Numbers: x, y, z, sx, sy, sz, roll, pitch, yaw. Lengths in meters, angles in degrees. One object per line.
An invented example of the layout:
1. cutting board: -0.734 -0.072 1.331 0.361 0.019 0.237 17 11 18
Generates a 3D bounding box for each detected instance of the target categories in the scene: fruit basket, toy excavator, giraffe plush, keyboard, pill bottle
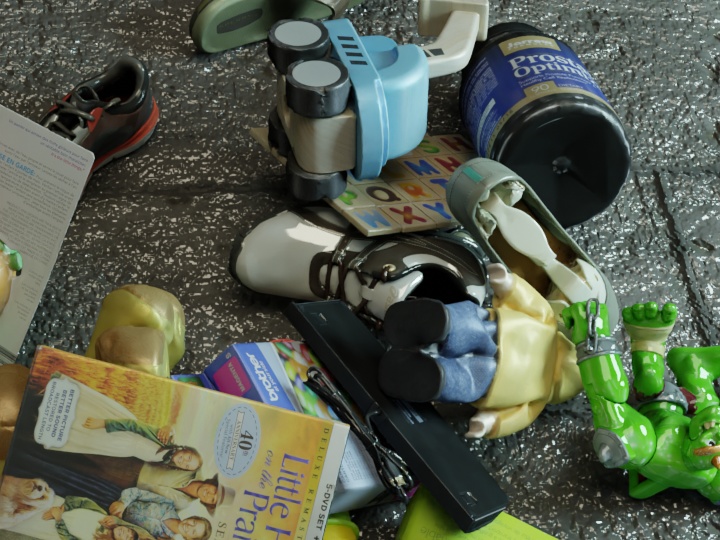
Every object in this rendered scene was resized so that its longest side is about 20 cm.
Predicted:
1. fruit basket: -0.297 -0.033 1.073 0.184 0.094 0.201 26 99 12
2. toy excavator: 0.025 -0.151 1.162 0.198 0.100 0.195 -7 38 -12
3. giraffe plush: -0.201 0.114 1.019 0.161 0.173 0.202 -5 90 1
4. keyboard: 0.015 0.098 1.018 0.200 0.021 0.127 49 21 19
5. pill bottle: 0.141 -0.126 1.212 0.111 0.113 0.200 -1 30 -9

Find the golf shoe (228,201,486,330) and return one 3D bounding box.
1. golf shoe: 0.000 0.000 1.129 0.198 0.078 0.095 0 27 -6

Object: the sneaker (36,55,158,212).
1. sneaker: -0.239 -0.105 1.189 0.077 0.082 0.200 30 56 13

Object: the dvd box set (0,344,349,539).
1. dvd box set: -0.119 0.140 0.911 0.199 0.029 0.147 15 84 -1

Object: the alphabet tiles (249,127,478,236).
1. alphabet tiles: 0.036 -0.080 1.200 0.199 0.008 0.167 -8 36 -37

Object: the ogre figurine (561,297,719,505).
1. ogre figurine: 0.233 0.103 1.102 0.098 0.200 0.121 -14 58 36

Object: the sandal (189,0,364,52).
1. sandal: -0.052 -0.231 1.312 0.200 0.080 0.057 -27 57 -14

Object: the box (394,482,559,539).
1. box: 0.060 0.250 0.995 0.121 0.048 0.201 26 55 0

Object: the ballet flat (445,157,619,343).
1. ballet flat: 0.138 -0.003 1.123 0.067 0.200 0.064 -46 26 -2

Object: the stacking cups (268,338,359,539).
1. stacking cups: -0.044 0.139 1.059 0.060 0.061 0.201 -8 56 -14

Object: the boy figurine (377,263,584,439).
1. boy figurine: 0.101 0.059 1.078 0.199 0.064 0.125 7 85 -49

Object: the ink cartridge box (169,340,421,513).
1. ink cartridge box: -0.030 0.106 1.023 0.199 0.042 0.120 0 55 -53
